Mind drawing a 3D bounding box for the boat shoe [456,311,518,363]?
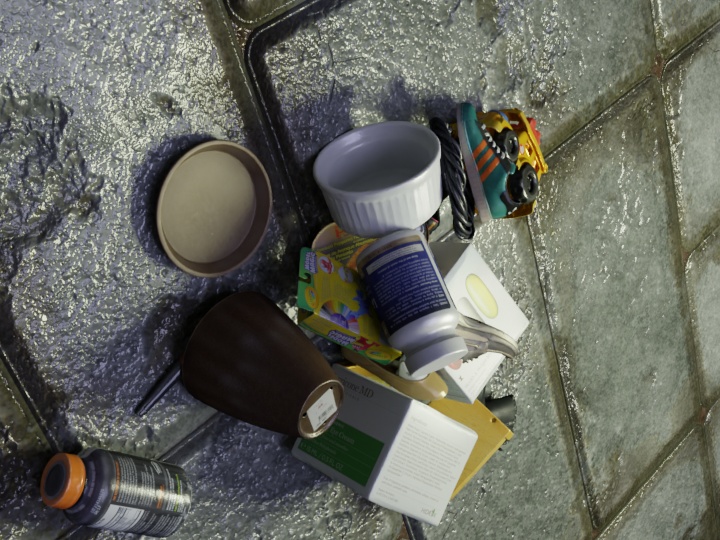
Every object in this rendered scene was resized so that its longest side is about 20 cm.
[{"bbox_3d":[0.165,0.109,1.595,0.199,0.074,0.074,24,89,-24],"label":"boat shoe"}]

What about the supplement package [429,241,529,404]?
[{"bbox_3d":[0.147,0.086,1.706,0.200,0.147,0.192,50,66,-26],"label":"supplement package"}]

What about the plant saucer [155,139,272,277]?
[{"bbox_3d":[-0.214,-0.090,1.429,0.199,0.029,0.202,-14,112,-41],"label":"plant saucer"}]

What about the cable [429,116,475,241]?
[{"bbox_3d":[0.154,-0.146,1.584,0.050,0.163,0.202,-13,85,2],"label":"cable"}]

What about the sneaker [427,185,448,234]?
[{"bbox_3d":[0.087,-0.075,1.673,0.080,0.086,0.201,23,86,-44],"label":"sneaker"}]

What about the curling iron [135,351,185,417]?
[{"bbox_3d":[-0.254,0.143,1.461,0.200,0.025,0.050,-46,132,-23],"label":"curling iron"}]

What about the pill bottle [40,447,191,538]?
[{"bbox_3d":[-0.341,0.306,1.374,0.199,0.106,0.107,26,84,-44],"label":"pill bottle"}]

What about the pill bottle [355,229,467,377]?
[{"bbox_3d":[0.079,0.050,1.482,0.115,0.116,0.201,-8,67,-41],"label":"pill bottle"}]

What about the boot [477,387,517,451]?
[{"bbox_3d":[0.244,0.268,1.934,0.162,0.073,0.200,-1,110,-41],"label":"boot"}]

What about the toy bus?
[{"bbox_3d":[0.256,-0.223,1.770,0.192,0.135,0.201,-57,131,-33],"label":"toy bus"}]

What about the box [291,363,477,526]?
[{"bbox_3d":[0.040,0.284,1.619,0.200,0.198,0.172,34,79,-43],"label":"box"}]

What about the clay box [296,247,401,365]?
[{"bbox_3d":[-0.025,0.054,1.505,0.199,0.048,0.116,27,47,-29],"label":"clay box"}]

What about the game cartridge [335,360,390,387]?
[{"bbox_3d":[0.020,0.250,1.746,0.175,0.032,0.202,-6,105,-42],"label":"game cartridge"}]

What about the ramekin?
[{"bbox_3d":[0.033,-0.138,1.534,0.200,0.200,0.098,-39,132,-28],"label":"ramekin"}]

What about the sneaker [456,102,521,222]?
[{"bbox_3d":[0.212,-0.186,1.639,0.071,0.079,0.201,-58,132,-76],"label":"sneaker"}]

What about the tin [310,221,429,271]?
[{"bbox_3d":[0.013,-0.040,1.590,0.199,0.042,0.113,-20,97,-10],"label":"tin"}]

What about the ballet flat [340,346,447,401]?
[{"bbox_3d":[0.054,0.152,1.633,0.069,0.199,0.063,-51,157,-41],"label":"ballet flat"}]

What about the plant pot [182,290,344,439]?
[{"bbox_3d":[-0.124,0.155,1.440,0.186,0.199,0.188,-31,136,-36],"label":"plant pot"}]

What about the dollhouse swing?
[{"bbox_3d":[0.163,0.325,1.836,0.182,0.176,0.200,43,89,0],"label":"dollhouse swing"}]
